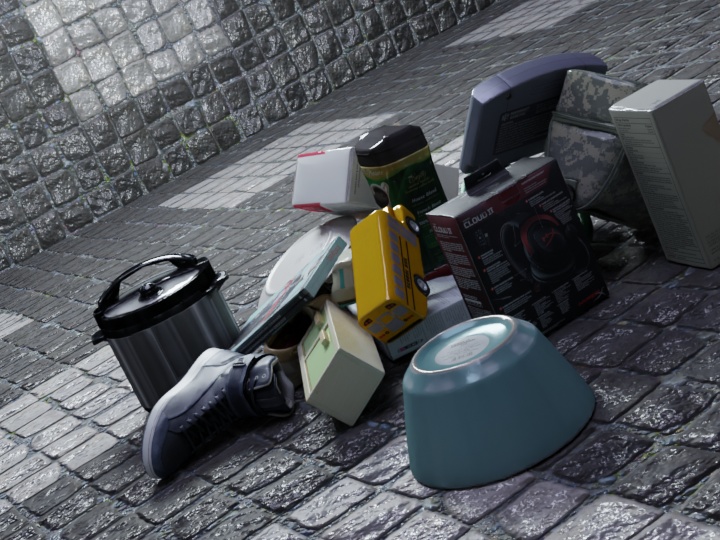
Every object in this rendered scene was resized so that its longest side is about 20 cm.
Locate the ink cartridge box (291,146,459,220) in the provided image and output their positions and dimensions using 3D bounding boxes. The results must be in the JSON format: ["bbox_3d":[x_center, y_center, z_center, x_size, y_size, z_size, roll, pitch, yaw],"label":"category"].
[{"bbox_3d":[0.022,-0.120,1.893,0.199,0.086,0.147,6,-5,-36],"label":"ink cartridge box"}]

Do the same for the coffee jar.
[{"bbox_3d":[0.066,-0.099,1.745,0.085,0.201,0.104,-27,16,-20],"label":"coffee jar"}]

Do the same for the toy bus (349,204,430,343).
[{"bbox_3d":[0.033,-0.004,1.603,0.065,0.078,0.200,-37,37,27],"label":"toy bus"}]

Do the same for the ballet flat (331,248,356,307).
[{"bbox_3d":[0.000,0.000,1.709,0.069,0.070,0.200,-21,2,11],"label":"ballet flat"}]

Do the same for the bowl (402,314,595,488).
[{"bbox_3d":[0.122,0.116,1.288,0.200,0.105,0.201,-22,17,7],"label":"bowl"}]

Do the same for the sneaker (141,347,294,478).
[{"bbox_3d":[-0.168,0.174,1.586,0.146,0.077,0.203,3,45,33],"label":"sneaker"}]

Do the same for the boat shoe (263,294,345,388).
[{"bbox_3d":[-0.072,0.080,1.724,0.073,0.069,0.200,9,33,19],"label":"boat shoe"}]

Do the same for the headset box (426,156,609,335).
[{"bbox_3d":[0.178,-0.028,1.491,0.148,0.201,0.075,-31,17,-19],"label":"headset box"}]

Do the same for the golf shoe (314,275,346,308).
[{"bbox_3d":[-0.032,0.037,1.854,0.199,0.078,0.095,-25,25,24],"label":"golf shoe"}]

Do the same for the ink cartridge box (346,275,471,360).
[{"bbox_3d":[0.097,0.038,1.694,0.199,0.043,0.196,-23,15,-8],"label":"ink cartridge box"}]

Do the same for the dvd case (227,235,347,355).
[{"bbox_3d":[-0.105,0.048,1.716,0.200,0.022,0.146,-40,11,33],"label":"dvd case"}]

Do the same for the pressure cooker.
[{"bbox_3d":[-0.261,0.078,1.804,0.178,0.201,0.176,-11,21,41],"label":"pressure cooker"}]

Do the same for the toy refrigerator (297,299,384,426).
[{"bbox_3d":[-0.029,0.105,1.557,0.076,0.070,0.200,-58,12,10],"label":"toy refrigerator"}]

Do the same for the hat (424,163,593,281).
[{"bbox_3d":[0.175,-0.023,1.668,0.166,0.199,0.176,-59,-8,-49],"label":"hat"}]

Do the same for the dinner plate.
[{"bbox_3d":[-0.083,-0.009,1.861,0.200,0.024,0.200,-39,22,19],"label":"dinner plate"}]

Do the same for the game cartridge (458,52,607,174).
[{"bbox_3d":[0.215,-0.201,1.623,0.199,0.134,0.042,-20,45,-27],"label":"game cartridge"}]

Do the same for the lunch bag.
[{"bbox_3d":[0.318,-0.142,1.599,0.139,0.168,0.200,18,5,41],"label":"lunch bag"}]

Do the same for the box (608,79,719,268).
[{"bbox_3d":[0.367,-0.111,1.474,0.078,0.201,0.095,-29,18,-15],"label":"box"}]
